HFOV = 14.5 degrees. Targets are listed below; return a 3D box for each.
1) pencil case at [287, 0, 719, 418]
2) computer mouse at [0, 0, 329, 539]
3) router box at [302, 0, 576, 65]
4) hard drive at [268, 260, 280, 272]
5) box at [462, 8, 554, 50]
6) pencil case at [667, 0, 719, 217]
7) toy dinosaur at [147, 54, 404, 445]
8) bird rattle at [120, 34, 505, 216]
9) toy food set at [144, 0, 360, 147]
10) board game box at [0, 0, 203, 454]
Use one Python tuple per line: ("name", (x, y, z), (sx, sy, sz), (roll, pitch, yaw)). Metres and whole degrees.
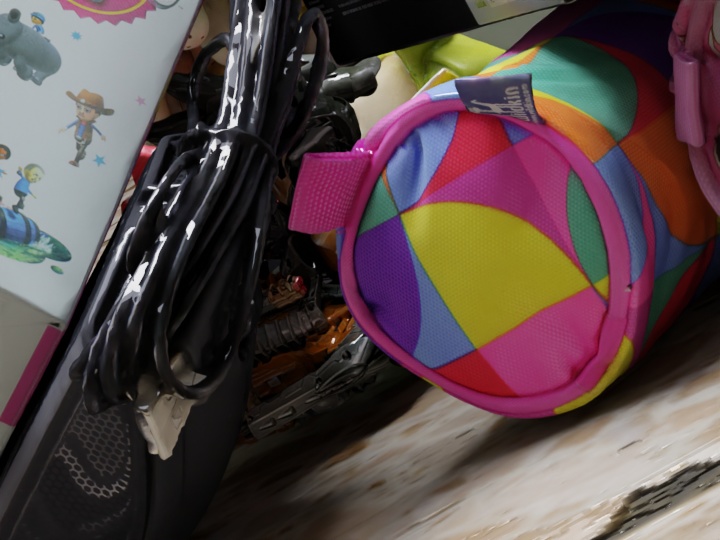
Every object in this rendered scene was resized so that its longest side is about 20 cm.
("pencil case", (0.068, -0.037, 0.713), (0.088, 0.088, 0.200), (-24, 6, 36))
("computer mouse", (-0.049, 0.027, 0.698), (0.200, 0.053, 0.139), (123, 168, -51))
("router box", (0.073, -0.118, 0.738), (0.157, 0.052, 0.200), (-30, 8, -14))
("hard drive", (-0.069, 0.028, 0.975), (0.200, 0.042, 0.135), (-31, 8, -7))
("box", (0.082, -0.190, 0.960), (0.171, 0.199, 0.200), (-44, 35, -15))
("pencil case", (0.159, -0.076, 0.663), (0.200, 0.087, 0.083), (-33, -10, -34))
("toy dinosaur", (0.000, 0.000, 0.825), (0.200, 0.102, 0.136), (-13, 23, -9))
("bird rattle", (-0.002, -0.043, 1.136), (0.200, 0.113, 0.163), (-48, -10, -1))
("toy food set", (-0.024, -0.087, 1.196), (0.143, 0.060, 0.200), (-30, -31, -9))
("board game box", (-0.098, -0.032, 0.792), (0.148, 0.064, 0.200), (124, 167, -49))
